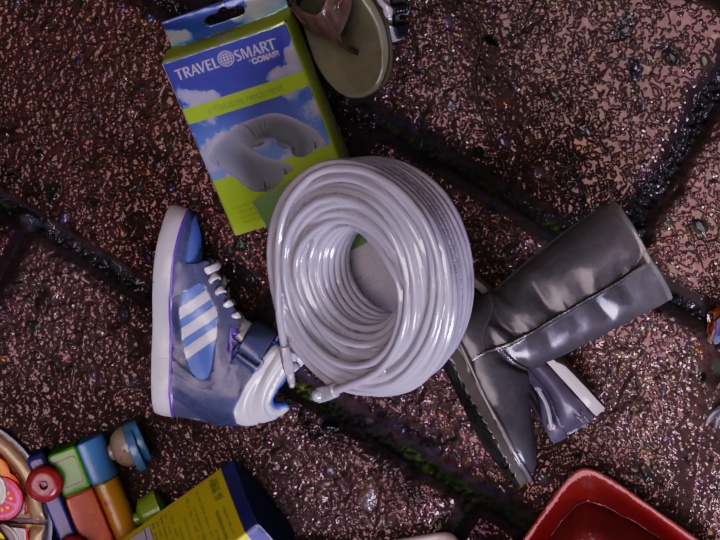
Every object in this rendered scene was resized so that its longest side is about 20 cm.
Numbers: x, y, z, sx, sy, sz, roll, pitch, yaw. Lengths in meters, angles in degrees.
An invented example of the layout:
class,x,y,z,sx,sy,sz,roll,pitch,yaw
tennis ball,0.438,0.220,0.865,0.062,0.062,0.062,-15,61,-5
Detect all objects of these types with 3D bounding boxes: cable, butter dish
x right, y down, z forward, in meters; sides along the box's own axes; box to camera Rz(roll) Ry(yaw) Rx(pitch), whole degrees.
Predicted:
class,x,y,z,sx,sy,sz,roll,pitch,yaw
cable,0.007,0.005,1.305,0.199,0.069,0.201,-7,97,42
butter dish,0.215,0.310,1.375,0.199,0.148,0.201,35,100,7

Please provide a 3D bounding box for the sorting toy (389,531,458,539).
class,x,y,z,sx,sy,sz,roll,pitch,yaw
sorting toy,0.012,0.349,1.477,0.199,0.036,0.186,-10,94,12

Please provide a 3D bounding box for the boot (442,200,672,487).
class,x,y,z,sx,sy,sz,roll,pitch,yaw
boot,0.174,0.063,1.347,0.199,0.073,0.183,-27,98,-10

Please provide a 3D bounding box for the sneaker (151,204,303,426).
class,x,y,z,sx,sy,sz,roll,pitch,yaw
sneaker,-0.115,0.044,1.457,0.145,0.081,0.201,3,93,3

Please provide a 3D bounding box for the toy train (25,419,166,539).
class,x,y,z,sx,sy,sz,roll,pitch,yaw
toy train,-0.230,0.248,1.500,0.115,0.085,0.201,-22,94,-3

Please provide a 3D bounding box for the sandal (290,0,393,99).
class,x,y,z,sx,sy,sz,roll,pitch,yaw
sandal,-0.036,-0.241,1.367,0.079,0.057,0.202,-18,97,35

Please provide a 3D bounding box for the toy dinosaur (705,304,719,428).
class,x,y,z,sx,sy,sz,roll,pitch,yaw
toy dinosaur,0.373,0.110,1.383,0.199,0.105,0.183,-3,81,-25

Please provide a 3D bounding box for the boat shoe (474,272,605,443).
class,x,y,z,sx,sy,sz,roll,pitch,yaw
boat shoe,0.129,0.070,1.409,0.063,0.073,0.200,-44,91,8

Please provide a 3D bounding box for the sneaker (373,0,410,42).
class,x,y,z,sx,sy,sz,roll,pitch,yaw
sneaker,-0.006,-0.302,1.403,0.081,0.075,0.201,-2,95,20

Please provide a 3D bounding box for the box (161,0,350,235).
class,x,y,z,sx,sy,sz,roll,pitch,yaw
box,-0.091,-0.141,1.410,0.121,0.048,0.201,-17,115,12

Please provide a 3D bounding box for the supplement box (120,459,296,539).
class,x,y,z,sx,sy,sz,roll,pitch,yaw
supplement box,-0.155,0.288,1.431,0.200,0.109,0.110,-35,121,2

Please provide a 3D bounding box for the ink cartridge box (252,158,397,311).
class,x,y,z,sx,sy,sz,roll,pitch,yaw
ink cartridge box,0.000,0.000,1.406,0.104,0.059,0.201,-24,97,38

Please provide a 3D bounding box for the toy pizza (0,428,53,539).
class,x,y,z,sx,sy,sz,roll,pitch,yaw
toy pizza,-0.398,0.242,1.550,0.199,0.032,0.202,1,96,11
